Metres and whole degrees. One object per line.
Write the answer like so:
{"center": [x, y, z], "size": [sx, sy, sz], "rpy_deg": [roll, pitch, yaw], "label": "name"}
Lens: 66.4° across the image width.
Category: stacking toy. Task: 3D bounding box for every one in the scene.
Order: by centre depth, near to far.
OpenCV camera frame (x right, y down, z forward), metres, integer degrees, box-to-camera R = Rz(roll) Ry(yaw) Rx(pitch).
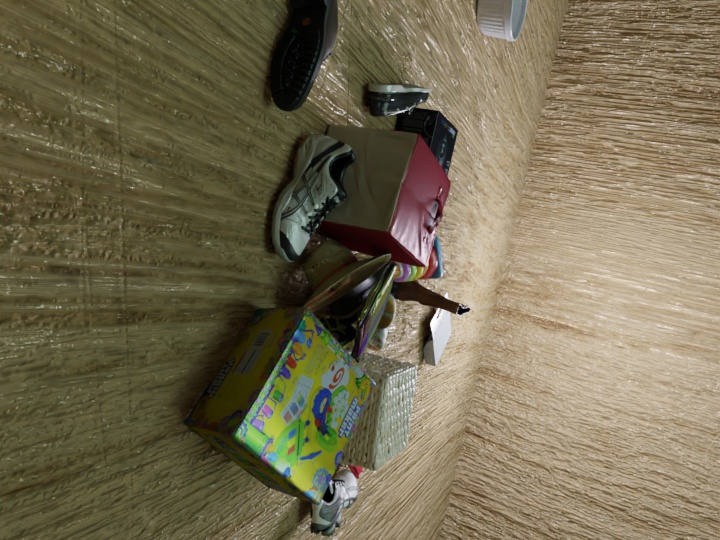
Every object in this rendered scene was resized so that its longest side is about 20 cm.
{"center": [0.102, -0.011, 1.308], "size": [0.199, 0.109, 0.117], "rpy_deg": [-26, 112, -48], "label": "stacking toy"}

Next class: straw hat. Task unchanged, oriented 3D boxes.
{"center": [-0.050, -0.006, 0.937], "size": [0.200, 0.085, 0.201], "rpy_deg": [-34, 172, -6], "label": "straw hat"}

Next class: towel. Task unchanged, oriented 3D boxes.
{"center": [0.022, 0.080, 1.021], "size": [0.201, 0.023, 0.144], "rpy_deg": [97, 19, -62], "label": "towel"}

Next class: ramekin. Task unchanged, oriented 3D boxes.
{"center": [0.400, -0.757, 1.547], "size": [0.200, 0.104, 0.202], "rpy_deg": [-46, 143, -50], "label": "ramekin"}

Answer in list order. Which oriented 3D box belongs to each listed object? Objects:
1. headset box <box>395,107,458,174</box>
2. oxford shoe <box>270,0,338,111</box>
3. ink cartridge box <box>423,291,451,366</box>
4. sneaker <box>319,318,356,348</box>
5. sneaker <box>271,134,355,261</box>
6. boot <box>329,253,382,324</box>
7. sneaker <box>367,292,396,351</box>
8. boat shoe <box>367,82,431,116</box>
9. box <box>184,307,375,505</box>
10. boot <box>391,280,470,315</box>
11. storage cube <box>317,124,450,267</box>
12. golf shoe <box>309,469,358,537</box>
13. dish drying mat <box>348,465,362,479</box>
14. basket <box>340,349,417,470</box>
{"center": [0.137, -0.244, 1.243], "size": [0.174, 0.092, 0.202], "rpy_deg": [4, 100, -66], "label": "headset box"}
{"center": [-0.067, -0.306, 0.760], "size": [0.084, 0.072, 0.202], "rpy_deg": [33, 72, -68], "label": "oxford shoe"}
{"center": [0.253, 0.193, 1.839], "size": [0.160, 0.047, 0.202], "rpy_deg": [-54, 144, -41], "label": "ink cartridge box"}
{"center": [-0.084, 0.153, 0.994], "size": [0.199, 0.075, 0.077], "rpy_deg": [-30, 140, -43], "label": "sneaker"}
{"center": [-0.068, -0.107, 0.831], "size": [0.076, 0.087, 0.202], "rpy_deg": [25, 82, -69], "label": "sneaker"}
{"center": [0.000, 0.000, 1.096], "size": [0.200, 0.077, 0.140], "rpy_deg": [-52, 143, -46], "label": "boot"}
{"center": [0.041, 0.094, 1.231], "size": [0.201, 0.075, 0.088], "rpy_deg": [105, 8, -52], "label": "sneaker"}
{"center": [0.078, -0.334, 1.080], "size": [0.200, 0.073, 0.061], "rpy_deg": [-30, 130, -56], "label": "boat shoe"}
{"center": [-0.107, 0.193, 0.804], "size": [0.193, 0.121, 0.201], "rpy_deg": [52, 52, -31], "label": "box"}
{"center": [0.182, 0.061, 1.386], "size": [0.188, 0.198, 0.069], "rpy_deg": [18, 87, -67], "label": "boot"}
{"center": [0.033, -0.126, 0.942], "size": [0.180, 0.198, 0.173], "rpy_deg": [33, 74, -60], "label": "storage cube"}
{"center": [-0.057, 0.496, 1.237], "size": [0.200, 0.077, 0.096], "rpy_deg": [-48, 131, -69], "label": "golf shoe"}
{"center": [-0.022, 0.416, 1.310], "size": [0.201, 0.018, 0.077], "rpy_deg": [69, 30, -41], "label": "dish drying mat"}
{"center": [0.006, 0.282, 1.135], "size": [0.198, 0.159, 0.203], "rpy_deg": [3, 96, -65], "label": "basket"}
